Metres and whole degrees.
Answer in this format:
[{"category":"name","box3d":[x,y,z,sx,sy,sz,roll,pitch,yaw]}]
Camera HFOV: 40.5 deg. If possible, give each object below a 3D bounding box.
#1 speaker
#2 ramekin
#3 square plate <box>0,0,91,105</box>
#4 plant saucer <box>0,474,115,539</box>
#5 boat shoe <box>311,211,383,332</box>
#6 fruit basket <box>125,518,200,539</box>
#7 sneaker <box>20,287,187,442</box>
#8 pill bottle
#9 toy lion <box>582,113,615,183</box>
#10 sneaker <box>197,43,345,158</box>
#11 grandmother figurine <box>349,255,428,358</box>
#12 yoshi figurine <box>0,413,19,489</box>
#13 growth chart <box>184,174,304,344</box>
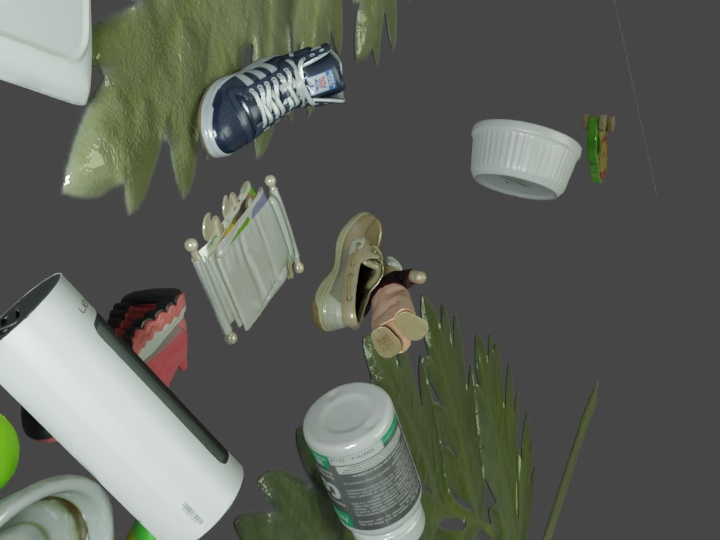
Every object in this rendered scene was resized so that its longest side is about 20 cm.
[{"category":"speaker","box3d":[-0.173,0.100,0.682,0.201,0.081,0.082,51,38,-19]},{"category":"ramekin","box3d":[0.288,-0.194,1.752,0.202,0.200,0.096,25,79,-63]},{"category":"square plate","box3d":[-0.262,-0.241,0.723,0.199,0.028,0.201,8,82,-66]},{"category":"plant saucer","box3d":[-0.246,0.223,0.649,0.201,0.050,0.202,-53,154,-38]},{"category":"boat shoe","box3d":[0.000,0.000,1.236,0.201,0.064,0.073,-65,144,-45]},{"category":"fruit basket","box3d":[-0.148,0.310,0.808,0.215,0.154,0.218,-42,141,-47]},{"category":"sneaker","box3d":[-0.192,0.092,0.795,0.200,0.073,0.088,-51,135,-56]},{"category":"pill bottle","box3d":[0.011,0.245,1.182,0.114,0.112,0.202,-62,142,-47]},{"category":"toy lion","box3d":[0.677,-0.347,2.784,0.199,0.068,0.195,-14,108,-65]},{"category":"sneaker","box3d":[-0.084,-0.181,1.014,0.200,0.107,0.071,-56,137,-52]},{"category":"grandmother figurine","box3d":[0.036,0.039,1.261,0.061,0.120,0.201,61,10,-23]},{"category":"yoshi figurine","box3d":[-0.272,0.140,0.584,0.201,0.111,0.113,-68,156,-46]},{"category":"growth chart","box3d":[-0.117,-0.020,1.036,0.200,0.017,0.147,-52,134,-55]}]
